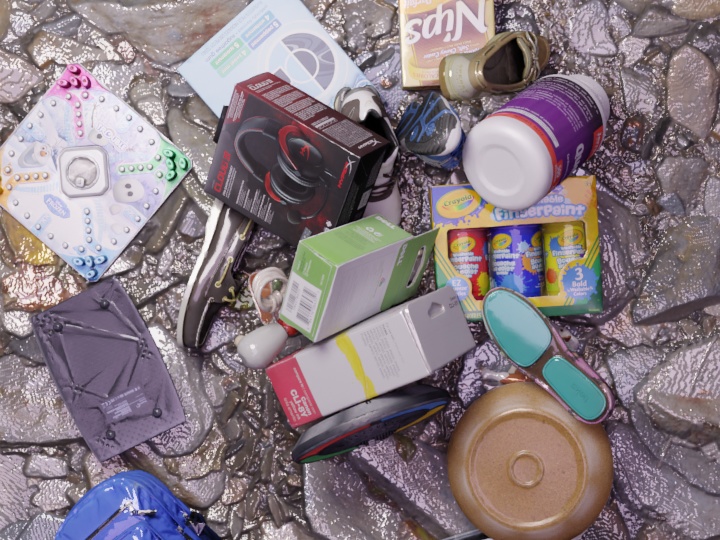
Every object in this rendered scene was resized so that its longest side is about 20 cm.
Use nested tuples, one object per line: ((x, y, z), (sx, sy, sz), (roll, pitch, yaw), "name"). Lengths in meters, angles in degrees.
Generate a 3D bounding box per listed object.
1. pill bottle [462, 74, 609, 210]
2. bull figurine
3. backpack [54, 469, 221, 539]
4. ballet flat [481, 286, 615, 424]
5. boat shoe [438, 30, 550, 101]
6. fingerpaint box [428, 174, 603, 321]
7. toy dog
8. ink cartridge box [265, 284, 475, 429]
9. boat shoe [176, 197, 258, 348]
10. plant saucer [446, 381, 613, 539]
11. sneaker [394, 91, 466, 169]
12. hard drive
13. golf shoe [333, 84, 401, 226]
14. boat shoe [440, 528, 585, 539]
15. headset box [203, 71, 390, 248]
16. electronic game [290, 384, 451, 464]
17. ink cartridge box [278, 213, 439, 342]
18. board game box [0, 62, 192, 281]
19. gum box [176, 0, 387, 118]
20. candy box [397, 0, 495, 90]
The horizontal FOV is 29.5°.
((0.212, -0.157, 1.591), (0.112, 0.200, 0.113), (22, 129, 29), "pill bottle")
((0.208, 0.161, 1.668), (0.121, 0.065, 0.201), (-3, 86, 9), "bull figurine")
((-0.262, 0.340, 1.640), (0.162, 0.168, 0.200), (-41, 86, -4), "backpack")
((0.220, 0.100, 1.602), (0.200, 0.071, 0.069), (45, 102, 12), "ballet flat")
((0.171, -0.241, 1.598), (0.063, 0.200, 0.073), (-1, 102, 41), "boat shoe")
((0.187, -0.026, 1.657), (0.199, 0.073, 0.167), (-3, 92, 2), "fingerpaint box")
((-0.087, 0.031, 1.636), (0.096, 0.200, 0.132), (18, 118, 39), "toy dog")
((0.014, 0.100, 1.596), (0.200, 0.145, 0.084), (-24, 90, 29), "ink cartridge box")
((-0.171, 0.004, 1.670), (0.060, 0.072, 0.202), (17, 90, 5), "boat shoe")
((0.198, 0.234, 1.618), (0.200, 0.035, 0.201), (0, 91, 13), "plant saucer")
((0.095, -0.160, 1.598), (0.077, 0.200, 0.076), (26, 95, -11), "sneaker")
((-0.309, 0.121, 1.693), (0.135, 0.042, 0.200), (-26, 91, 2), "hard drive")
((0.012, -0.117, 1.628), (0.078, 0.095, 0.200), (-18, 115, -8), "golf shoe")
((0.176, 0.326, 1.670), (0.200, 0.070, 0.072), (-22, 94, 5), "boat shoe")
((-0.085, -0.126, 1.589), (0.200, 0.075, 0.149), (32, 122, 17), "headset box")
((0.013, 0.184, 1.608), (0.200, 0.200, 0.042), (-22, 78, 2), "electronic game")
((0.000, 0.000, 1.577), (0.059, 0.200, 0.104), (33, 123, 26), "ink cartridge box")
((-0.345, -0.122, 1.696), (0.200, 0.026, 0.200), (41, 93, 1), "board game box")
((-0.095, -0.225, 1.675), (0.170, 0.045, 0.200), (-41, 90, 3), "gum box")
((0.103, -0.322, 1.659), (0.115, 0.055, 0.201), (-3, 92, 1), "candy box")
